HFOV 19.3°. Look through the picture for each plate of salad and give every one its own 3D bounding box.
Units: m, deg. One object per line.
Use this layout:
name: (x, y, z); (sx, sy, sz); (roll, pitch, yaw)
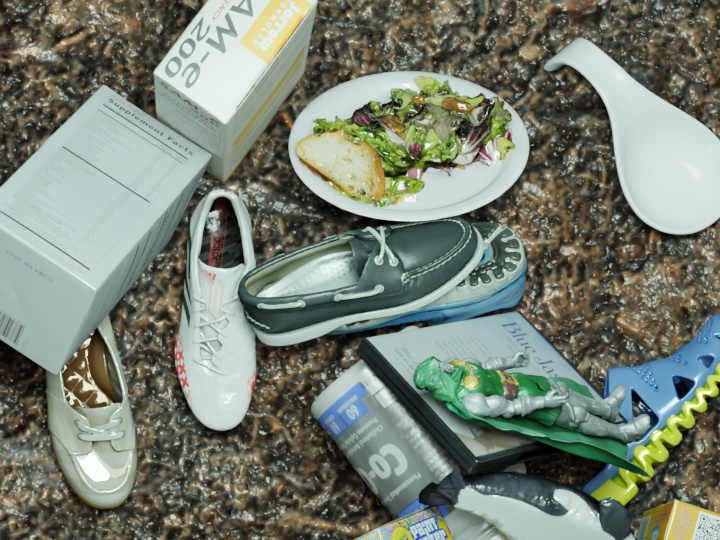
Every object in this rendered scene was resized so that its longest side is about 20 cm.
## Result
plate of salad: (0.040, -0.113, 1.752); (0.200, 0.048, 0.200); (-1, 41, 1)

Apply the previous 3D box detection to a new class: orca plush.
orca plush: (0.141, 0.195, 1.647); (0.200, 0.071, 0.105); (15, 116, -9)

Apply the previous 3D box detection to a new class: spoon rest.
spoon rest: (0.238, -0.118, 1.810); (0.099, 0.061, 0.200); (-39, 83, -11)

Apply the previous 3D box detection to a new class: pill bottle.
pill bottle: (0.062, 0.155, 1.711); (0.114, 0.114, 0.200); (-37, 83, -11)

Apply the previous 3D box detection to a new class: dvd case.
dvd case: (0.107, 0.093, 1.671); (0.200, 0.018, 0.143); (-8, 46, -48)

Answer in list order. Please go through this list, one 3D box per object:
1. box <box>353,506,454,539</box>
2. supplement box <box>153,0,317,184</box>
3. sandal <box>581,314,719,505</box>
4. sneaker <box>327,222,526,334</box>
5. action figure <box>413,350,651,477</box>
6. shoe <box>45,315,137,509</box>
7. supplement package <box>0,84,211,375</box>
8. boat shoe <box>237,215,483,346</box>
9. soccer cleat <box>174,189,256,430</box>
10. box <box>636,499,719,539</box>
box: (-0.002, 0.314, 1.626); (0.200, 0.122, 0.193); (-29, 82, 23)
supplement box: (-0.103, -0.160, 1.717); (0.074, 0.200, 0.126); (35, 77, 3)
sandal: (0.237, 0.108, 1.757); (0.087, 0.079, 0.200); (41, 77, 8)
sneaker: (0.045, 0.027, 1.753); (0.200, 0.090, 0.078); (-10, 55, 13)
action figure: (0.125, 0.097, 1.606); (0.200, 0.118, 0.055); (13, 113, -31)
shoe: (-0.226, 0.096, 1.729); (0.070, 0.053, 0.200); (-11, 80, -7)
supplement package: (-0.222, -0.035, 1.682); (0.114, 0.110, 0.200); (34, 42, 3)
boat shoe: (0.000, 0.000, 1.690); (0.200, 0.060, 0.076); (-25, 48, 0)
soccer cleat: (-0.117, 0.030, 1.736); (0.069, 0.085, 0.200); (2, 78, -5)
box: (0.330, 0.238, 1.715); (0.200, 0.119, 0.042); (20, 78, 0)
